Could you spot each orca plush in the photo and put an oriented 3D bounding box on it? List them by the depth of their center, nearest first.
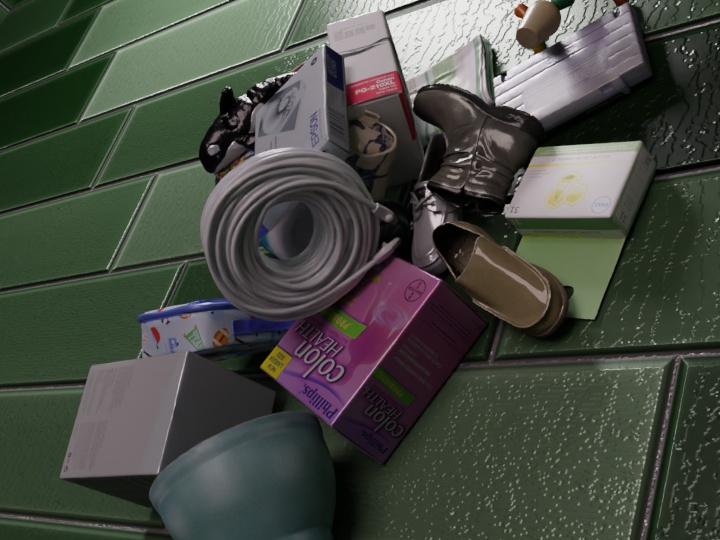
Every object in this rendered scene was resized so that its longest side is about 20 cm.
[{"bbox_3d":[-0.156,-0.225,1.478,0.200,0.071,0.105,-37,35,8],"label":"orca plush"}]

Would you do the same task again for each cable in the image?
[{"bbox_3d":[-0.079,-0.042,1.198,0.200,0.200,0.069,-44,30,2],"label":"cable"}]

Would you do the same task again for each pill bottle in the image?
[{"bbox_3d":[-0.111,-0.081,1.510,0.111,0.111,0.200,-52,35,-4],"label":"pill bottle"}]

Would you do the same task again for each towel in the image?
[{"bbox_3d":[0.097,-0.236,1.502,0.200,0.031,0.149,-26,40,28],"label":"towel"}]

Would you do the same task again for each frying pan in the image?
[{"bbox_3d":[-0.007,-0.008,1.335,0.190,0.115,0.031,-48,52,3],"label":"frying pan"}]

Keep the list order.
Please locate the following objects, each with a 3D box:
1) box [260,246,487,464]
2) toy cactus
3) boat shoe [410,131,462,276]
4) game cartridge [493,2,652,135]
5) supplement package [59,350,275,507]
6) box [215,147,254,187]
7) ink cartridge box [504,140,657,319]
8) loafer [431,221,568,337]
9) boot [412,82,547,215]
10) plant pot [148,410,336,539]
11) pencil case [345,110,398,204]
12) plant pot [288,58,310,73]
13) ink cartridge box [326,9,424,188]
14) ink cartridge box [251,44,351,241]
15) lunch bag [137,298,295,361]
[{"bbox_3d":[0.012,0.087,1.236,0.200,0.097,0.176,-53,36,-5],"label":"box"},{"bbox_3d":[0.249,-0.327,1.357,0.200,0.102,0.165,-22,24,53],"label":"toy cactus"},{"bbox_3d":[0.089,-0.085,1.338,0.073,0.065,0.200,-19,45,35],"label":"boat shoe"},{"bbox_3d":[0.258,-0.236,1.330,0.200,0.038,0.130,-27,45,28],"label":"game cartridge"},{"bbox_3d":[-0.237,0.203,1.331,0.200,0.151,0.152,-11,59,41],"label":"supplement package"},{"bbox_3d":[-0.111,-0.169,1.470,0.200,0.038,0.137,-31,36,17],"label":"box"},{"bbox_3d":[0.224,-0.047,1.180,0.145,0.048,0.200,3,58,47],"label":"ink cartridge box"},{"bbox_3d":[0.142,0.007,1.169,0.200,0.067,0.076,38,107,46],"label":"loafer"},{"bbox_3d":[0.115,-0.147,1.299,0.200,0.068,0.131,25,73,38],"label":"boot"},{"bbox_3d":[-0.107,0.260,1.145,0.200,0.200,0.134,-36,65,17],"label":"plant pot"},{"bbox_3d":[-0.003,-0.096,1.345,0.078,0.200,0.090,7,40,-2],"label":"pencil case"},{"bbox_3d":[-0.074,-0.217,1.608,0.201,0.093,0.201,-30,37,26],"label":"plant pot"},{"bbox_3d":[0.021,-0.227,1.423,0.084,0.145,0.200,-16,44,6],"label":"ink cartridge box"},{"bbox_3d":[-0.092,-0.152,1.325,0.200,0.041,0.200,-42,34,31],"label":"ink cartridge box"},{"bbox_3d":[-0.168,0.073,1.369,0.160,0.200,0.076,-14,83,41],"label":"lunch bag"}]
